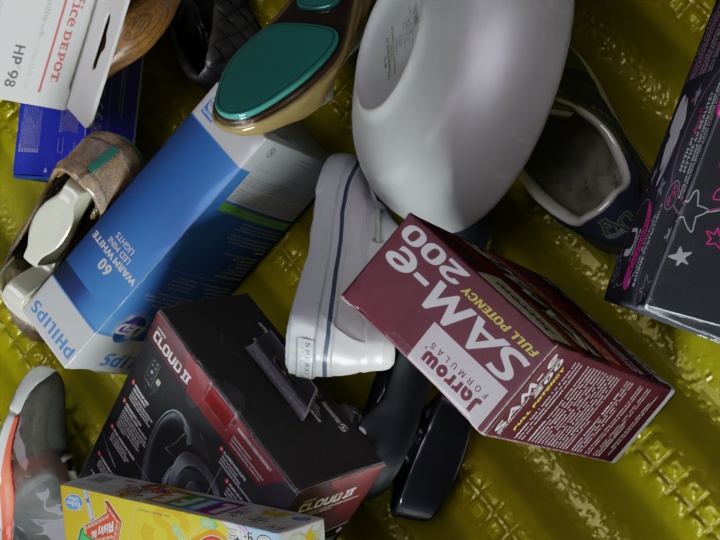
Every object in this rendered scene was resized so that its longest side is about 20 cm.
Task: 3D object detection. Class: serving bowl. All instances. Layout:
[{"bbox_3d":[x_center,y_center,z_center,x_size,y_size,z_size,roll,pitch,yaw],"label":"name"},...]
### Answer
[{"bbox_3d":[0.045,-0.125,0.877,0.200,0.066,0.200,-45,37,50],"label":"serving bowl"}]

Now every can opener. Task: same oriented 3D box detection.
[{"bbox_3d":[0.036,0.050,0.923,0.063,0.079,0.200,3,76,68],"label":"can opener"}]

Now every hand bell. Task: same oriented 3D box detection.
[{"bbox_3d":[-0.109,-0.206,0.991,0.104,0.104,0.200,39,87,28],"label":"hand bell"}]

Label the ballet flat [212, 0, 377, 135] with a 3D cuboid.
[{"bbox_3d":[-0.026,-0.139,0.937,0.069,0.063,0.200,12,53,27],"label":"ballet flat"}]

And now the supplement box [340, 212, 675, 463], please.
[{"bbox_3d":[0.086,0.041,0.807,0.109,0.200,0.061,43,101,27],"label":"supplement box"}]

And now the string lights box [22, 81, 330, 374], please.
[{"bbox_3d":[-0.115,-0.020,0.983,0.200,0.103,0.059,-47,65,13],"label":"string lights box"}]

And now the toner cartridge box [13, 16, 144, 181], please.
[{"bbox_3d":[-0.194,-0.160,1.058,0.095,0.043,0.200,8,91,49],"label":"toner cartridge box"}]

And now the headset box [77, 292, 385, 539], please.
[{"bbox_3d":[-0.084,0.124,0.915,0.149,0.077,0.200,48,127,27],"label":"headset box"}]

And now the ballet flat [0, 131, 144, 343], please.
[{"bbox_3d":[-0.209,-0.012,1.009,0.068,0.067,0.200,34,127,5],"label":"ballet flat"}]

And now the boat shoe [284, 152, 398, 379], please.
[{"bbox_3d":[0.000,0.000,0.906,0.067,0.074,0.200,7,39,2],"label":"boat shoe"}]

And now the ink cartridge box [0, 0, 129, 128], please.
[{"bbox_3d":[-0.229,-0.185,1.007,0.200,0.067,0.116,42,118,49],"label":"ink cartridge box"}]

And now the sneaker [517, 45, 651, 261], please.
[{"bbox_3d":[0.109,-0.091,0.883,0.067,0.090,0.200,-41,64,17],"label":"sneaker"}]

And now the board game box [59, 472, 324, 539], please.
[{"bbox_3d":[-0.096,0.196,0.860,0.200,0.034,0.135,1,98,45],"label":"board game box"}]

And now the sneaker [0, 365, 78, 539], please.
[{"bbox_3d":[-0.206,0.167,1.030,0.082,0.077,0.200,3,82,1],"label":"sneaker"}]

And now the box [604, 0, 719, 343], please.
[{"bbox_3d":[0.228,-0.053,0.777,0.132,0.115,0.200,20,92,-2],"label":"box"}]

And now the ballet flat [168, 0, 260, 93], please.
[{"bbox_3d":[-0.121,-0.205,1.047,0.066,0.057,0.200,-38,65,21],"label":"ballet flat"}]
